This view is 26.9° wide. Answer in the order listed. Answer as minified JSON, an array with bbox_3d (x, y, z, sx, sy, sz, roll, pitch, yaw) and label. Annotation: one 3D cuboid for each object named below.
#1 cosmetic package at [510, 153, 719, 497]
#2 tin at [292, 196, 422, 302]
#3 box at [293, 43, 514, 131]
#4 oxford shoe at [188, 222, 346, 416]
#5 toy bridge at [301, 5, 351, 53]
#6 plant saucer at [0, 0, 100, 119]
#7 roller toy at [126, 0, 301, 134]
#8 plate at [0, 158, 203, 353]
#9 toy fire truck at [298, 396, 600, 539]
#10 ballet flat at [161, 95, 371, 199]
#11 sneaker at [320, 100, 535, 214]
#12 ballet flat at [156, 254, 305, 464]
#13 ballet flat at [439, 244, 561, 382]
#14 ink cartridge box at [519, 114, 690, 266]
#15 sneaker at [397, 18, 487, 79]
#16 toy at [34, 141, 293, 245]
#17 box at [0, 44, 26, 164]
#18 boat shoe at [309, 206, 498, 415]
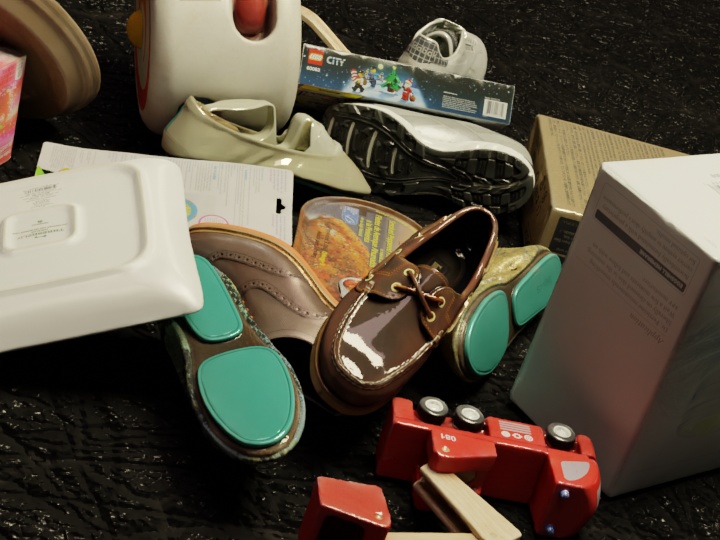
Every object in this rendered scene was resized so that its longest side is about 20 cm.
[{"bbox_3d":[0.241,0.034,1.070,0.198,0.201,0.123,-7,39,-37],"label":"cosmetic package"},{"bbox_3d":[0.000,0.000,1.160,0.111,0.042,0.200,12,25,-2],"label":"tin"},{"bbox_3d":[0.027,-0.161,1.393,0.198,0.038,0.137,10,-4,-14],"label":"box"},{"bbox_3d":[-0.063,0.031,1.049,0.199,0.072,0.073,32,36,23],"label":"oxford shoe"},{"bbox_3d":[-0.081,-0.237,1.508,0.199,0.068,0.027,24,29,12],"label":"toy bridge"},{"bbox_3d":[-0.302,-0.187,1.206,0.199,0.200,0.030,22,63,10],"label":"plant saucer"},{"bbox_3d":[-0.133,-0.211,1.299,0.139,0.201,0.183,-1,30,-14],"label":"roller toy"},{"bbox_3d":[-0.214,-0.017,1.017,0.198,0.033,0.200,-12,33,-5],"label":"plate"},{"bbox_3d":[0.062,0.142,0.943,0.198,0.049,0.141,13,29,-10],"label":"toy fire truck"},{"bbox_3d":[-0.069,-0.105,1.252,0.199,0.070,0.070,9,28,-34],"label":"ballet flat"},{"bbox_3d":[0.060,-0.105,1.344,0.199,0.074,0.079,17,26,5],"label":"sneaker"},{"bbox_3d":[-0.084,0.070,0.970,0.074,0.075,0.200,2,35,-25],"label":"ballet flat"},{"bbox_3d":[0.092,0.031,1.148,0.070,0.071,0.200,26,31,17],"label":"ballet flat"},{"bbox_3d":[0.229,-0.051,1.342,0.163,0.076,0.200,16,28,-6],"label":"ink cartridge box"},{"bbox_3d":[0.093,-0.225,1.567,0.076,0.081,0.200,22,28,12],"label":"sneaker"},{"bbox_3d":[-0.153,-0.045,1.157,0.198,0.047,0.115,9,33,-7],"label":"toy"},{"bbox_3d":[-0.345,-0.109,1.113,0.102,0.095,0.200,22,29,9],"label":"box"},{"bbox_3d":[0.033,0.018,1.012,0.070,0.070,0.200,40,41,-2],"label":"boat shoe"}]
